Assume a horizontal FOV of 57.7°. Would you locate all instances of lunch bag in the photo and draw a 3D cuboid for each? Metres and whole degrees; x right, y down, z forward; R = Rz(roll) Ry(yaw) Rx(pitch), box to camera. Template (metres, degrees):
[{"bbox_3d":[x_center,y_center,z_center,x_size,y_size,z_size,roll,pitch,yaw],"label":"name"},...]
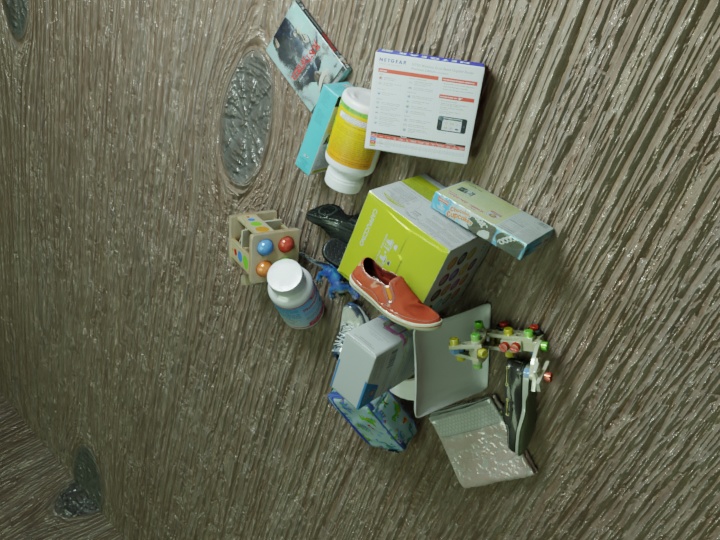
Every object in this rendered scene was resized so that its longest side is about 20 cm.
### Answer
[{"bbox_3d":[0.026,0.335,1.528,0.161,0.082,0.200,-3,131,50],"label":"lunch bag"}]

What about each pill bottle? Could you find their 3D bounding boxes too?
[{"bbox_3d":[-0.010,-0.264,1.353,0.111,0.111,0.200,37,127,24],"label":"pill bottle"},{"bbox_3d":[-0.156,0.055,1.542,0.109,0.109,0.200,38,164,23],"label":"pill bottle"}]

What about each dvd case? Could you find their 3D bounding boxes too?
[{"bbox_3d":[-0.117,-0.463,1.429,0.200,0.022,0.146,54,132,9],"label":"dvd case"}]

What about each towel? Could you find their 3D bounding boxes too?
[{"bbox_3d":[0.260,0.378,1.429,0.200,0.032,0.191,-30,87,44],"label":"towel"}]

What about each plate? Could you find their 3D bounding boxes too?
[{"bbox_3d":[0.179,0.176,1.314,0.032,0.199,0.200,24,122,52],"label":"plate"}]

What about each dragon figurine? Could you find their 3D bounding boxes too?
[{"bbox_3d":[-0.058,0.002,1.530,0.200,0.059,0.099,52,131,24],"label":"dragon figurine"}]

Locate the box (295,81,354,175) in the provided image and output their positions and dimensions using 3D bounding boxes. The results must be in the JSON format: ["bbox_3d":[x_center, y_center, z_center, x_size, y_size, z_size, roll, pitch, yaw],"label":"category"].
[{"bbox_3d":[-0.070,-0.304,1.409,0.049,0.082,0.200,42,128,21],"label":"box"}]

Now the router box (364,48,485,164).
[{"bbox_3d":[0.117,-0.303,1.213,0.200,0.049,0.180,11,116,6],"label":"router box"}]

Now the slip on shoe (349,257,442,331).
[{"bbox_3d":[0.064,0.043,1.173,0.200,0.074,0.061,36,124,27],"label":"slip on shoe"}]

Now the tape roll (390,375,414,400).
[{"bbox_3d":[0.110,0.184,1.454,0.202,0.071,0.203,16,117,35],"label":"tape roll"}]

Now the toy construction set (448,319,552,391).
[{"bbox_3d":[0.280,0.153,1.251,0.200,0.131,0.092,20,118,29],"label":"toy construction set"}]

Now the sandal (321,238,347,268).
[{"bbox_3d":[0.000,0.000,1.455,0.200,0.075,0.045,36,157,-5],"label":"sandal"}]

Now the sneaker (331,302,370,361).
[{"bbox_3d":[-0.025,0.175,1.555,0.077,0.085,0.200,11,113,37],"label":"sneaker"}]

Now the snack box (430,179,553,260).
[{"bbox_3d":[0.241,-0.098,1.201,0.200,0.116,0.037,35,126,26],"label":"snack box"}]

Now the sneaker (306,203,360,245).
[{"bbox_3d":[-0.047,-0.091,1.482,0.200,0.076,0.091,23,128,36],"label":"sneaker"}]

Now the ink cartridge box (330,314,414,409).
[{"bbox_3d":[0.048,0.169,1.320,0.085,0.200,0.145,36,126,29],"label":"ink cartridge box"}]

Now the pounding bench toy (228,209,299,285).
[{"bbox_3d":[-0.235,-0.024,1.600,0.156,0.124,0.200,39,130,48],"label":"pounding bench toy"}]

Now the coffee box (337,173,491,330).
[{"bbox_3d":[0.111,-0.042,1.278,0.200,0.198,0.200,39,128,22],"label":"coffee box"}]

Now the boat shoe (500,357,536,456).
[{"bbox_3d":[0.316,0.273,1.316,0.061,0.072,0.202,13,107,36],"label":"boat shoe"}]
